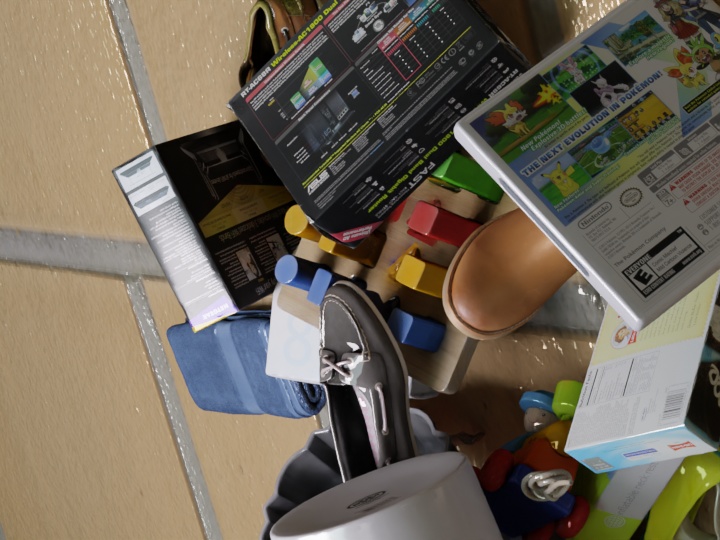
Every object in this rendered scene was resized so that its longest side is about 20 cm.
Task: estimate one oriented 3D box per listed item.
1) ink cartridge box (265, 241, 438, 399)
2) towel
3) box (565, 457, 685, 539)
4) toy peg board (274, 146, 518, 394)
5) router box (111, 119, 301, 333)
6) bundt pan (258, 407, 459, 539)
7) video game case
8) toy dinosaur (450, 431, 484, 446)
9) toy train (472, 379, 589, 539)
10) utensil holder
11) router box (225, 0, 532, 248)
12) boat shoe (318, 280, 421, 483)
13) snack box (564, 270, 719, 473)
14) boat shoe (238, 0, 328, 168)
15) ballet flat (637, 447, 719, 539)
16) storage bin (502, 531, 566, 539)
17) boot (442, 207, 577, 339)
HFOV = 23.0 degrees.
[{"bbox_3d":[0.000,0.000,1.495,0.160,0.047,0.200,5,92,40],"label":"ink cartridge box"},{"bbox_3d":[-0.111,0.092,1.775,0.200,0.049,0.112,-3,110,51],"label":"towel"},{"bbox_3d":[0.208,0.112,1.338,0.048,0.122,0.200,14,138,-7],"label":"box"},{"bbox_3d":[0.015,-0.035,1.410,0.200,0.098,0.199,26,94,40],"label":"toy peg board"},{"bbox_3d":[-0.120,-0.046,1.570,0.052,0.200,0.157,-27,91,25],"label":"router box"},{"bbox_3d":[0.016,0.216,1.479,0.202,0.202,0.076,19,164,44],"label":"bundt pan"},{"bbox_3d":[0.194,-0.084,1.160,0.182,0.200,0.022,49,164,18],"label":"video game case"},{"bbox_3d":[0.023,0.144,1.617,0.136,0.086,0.200,50,147,16],"label":"toy dinosaur"},{"bbox_3d":[0.148,0.132,1.327,0.085,0.116,0.200,31,158,-4],"label":"toy train"},{"bbox_3d":[0.041,0.254,1.297,0.170,0.170,0.200,-17,96,54],"label":"utensil holder"},{"bbox_3d":[0.013,-0.138,1.338,0.200,0.062,0.150,-43,54,12],"label":"router box"},{"bbox_3d":[0.002,0.108,1.375,0.067,0.057,0.200,3,115,47],"label":"boat shoe"},{"bbox_3d":[0.215,0.038,1.219,0.037,0.200,0.116,34,150,-24],"label":"snack box"},{"bbox_3d":[-0.077,-0.165,1.546,0.072,0.068,0.200,34,137,31],"label":"boat shoe"},{"bbox_3d":[0.250,0.208,1.396,0.067,0.067,0.200,27,132,21],"label":"ballet flat"},{"bbox_3d":[0.142,0.270,1.452,0.145,0.200,0.134,11,124,-7],"label":"storage bin"},{"bbox_3d":[0.152,-0.039,1.231,0.074,0.200,0.155,49,152,-1],"label":"boot"}]
